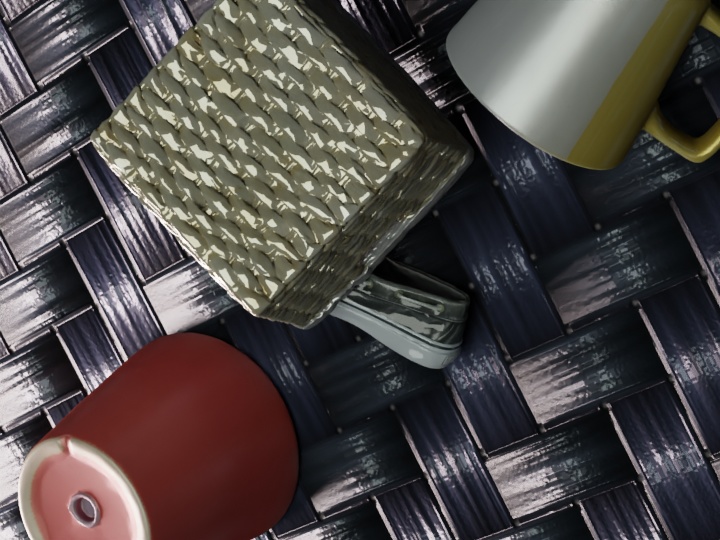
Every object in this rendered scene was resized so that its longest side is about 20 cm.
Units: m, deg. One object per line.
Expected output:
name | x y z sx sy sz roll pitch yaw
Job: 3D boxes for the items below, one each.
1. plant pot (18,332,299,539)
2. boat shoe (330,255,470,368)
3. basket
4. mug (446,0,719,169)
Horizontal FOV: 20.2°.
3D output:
plant pot | -0.179 0.172 1.697 0.199 0.177 0.202 13 114 30
boat shoe | 0.000 0.000 1.585 0.199 0.072 0.071 27 113 11
basket | -0.056 -0.088 1.482 0.198 0.161 0.200 -45 81 10
mug | 0.173 -0.171 1.371 0.154 0.185 0.150 -55 43 27
